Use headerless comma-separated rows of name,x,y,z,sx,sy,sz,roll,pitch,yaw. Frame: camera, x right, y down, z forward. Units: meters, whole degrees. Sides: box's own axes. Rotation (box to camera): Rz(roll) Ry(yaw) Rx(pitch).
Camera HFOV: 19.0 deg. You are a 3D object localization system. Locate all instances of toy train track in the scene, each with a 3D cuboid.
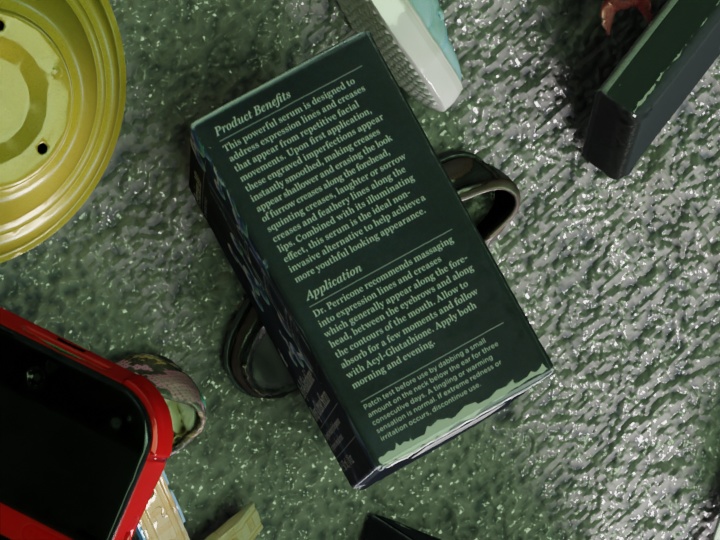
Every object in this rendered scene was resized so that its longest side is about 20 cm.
toy train track,-0.101,0.150,1.183,0.114,0.032,0.201,-38,137,-20

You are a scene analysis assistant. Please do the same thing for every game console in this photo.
game console,-0.211,0.106,1.112,0.199,0.031,0.178,25,93,11

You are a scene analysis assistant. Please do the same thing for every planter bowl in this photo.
planter bowl,-0.202,-0.090,1.106,0.199,0.083,0.203,-5,103,-25

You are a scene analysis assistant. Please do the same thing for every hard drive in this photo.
hard drive,0.205,-0.152,1.263,0.033,0.140,0.201,37,81,9

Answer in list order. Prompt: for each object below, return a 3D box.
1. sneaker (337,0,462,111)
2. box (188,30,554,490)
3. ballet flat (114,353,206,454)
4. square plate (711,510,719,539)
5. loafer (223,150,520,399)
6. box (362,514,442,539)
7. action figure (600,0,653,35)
sneaker,0.019,-0.186,1.199,0.082,0.074,0.201,-35,113,-10
box,0.000,0.000,1.138,0.106,0.148,0.201,-28,83,-9
ballet flat,-0.173,0.103,1.163,0.199,0.071,0.070,-23,109,-20
square plate,0.331,0.114,1.431,0.199,0.028,0.200,15,92,-27
loafer,0.008,0.002,1.235,0.200,0.063,0.072,-40,114,-14
box,0.070,0.280,1.286,0.199,0.123,0.200,23,88,-28
action figure,0.133,-0.233,1.212,0.133,0.149,0.202,-25,96,-25
